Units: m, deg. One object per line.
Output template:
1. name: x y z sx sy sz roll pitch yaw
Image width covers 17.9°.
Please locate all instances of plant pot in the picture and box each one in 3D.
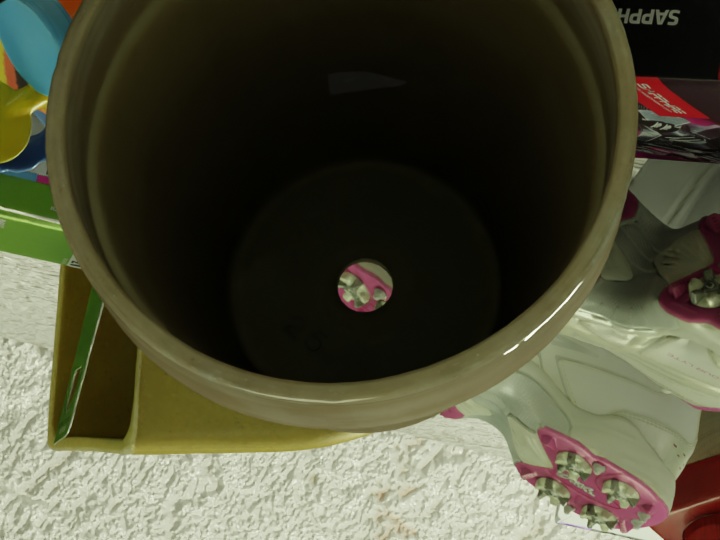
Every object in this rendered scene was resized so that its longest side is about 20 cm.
1. plant pot: -0.064 0.018 1.380 0.198 0.197 0.194 6 175 -22
2. plant pot: -0.002 -0.023 0.829 0.198 0.201 0.174 11 161 7

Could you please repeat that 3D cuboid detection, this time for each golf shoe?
1. golf shoe: 0.115 0.016 0.935 0.199 0.075 0.092 19 145 40
2. golf shoe: 0.068 0.031 1.026 0.200 0.092 0.075 37 155 -6

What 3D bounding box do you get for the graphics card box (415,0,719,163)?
1. graphics card box: 0.104 -0.082 0.901 0.199 0.051 0.125 8 172 36

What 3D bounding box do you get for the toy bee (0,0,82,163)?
1. toy bee: -0.110 -0.078 0.965 0.130 0.109 0.200 -23 -155 -12

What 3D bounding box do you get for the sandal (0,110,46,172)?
1. sandal: -0.115 -0.085 1.082 0.199 0.088 0.079 5 167 33

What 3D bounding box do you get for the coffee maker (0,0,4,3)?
1. coffee maker: -0.191 -0.118 0.799 0.191 0.136 0.200 15 172 -25

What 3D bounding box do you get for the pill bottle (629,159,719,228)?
1. pill bottle: 0.211 0.019 1.048 0.199 0.111 0.111 35 177 15

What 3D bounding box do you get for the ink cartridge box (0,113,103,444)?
1. ink cartridge box: -0.170 -0.015 1.222 0.075 0.202 0.148 14 171 -9

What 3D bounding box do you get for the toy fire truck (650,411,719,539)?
1. toy fire truck: 0.220 0.175 1.101 0.128 0.201 0.176 -22 133 33

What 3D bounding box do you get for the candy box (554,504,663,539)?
1. candy box: 0.209 0.072 1.305 0.166 0.072 0.201 10 -144 7
